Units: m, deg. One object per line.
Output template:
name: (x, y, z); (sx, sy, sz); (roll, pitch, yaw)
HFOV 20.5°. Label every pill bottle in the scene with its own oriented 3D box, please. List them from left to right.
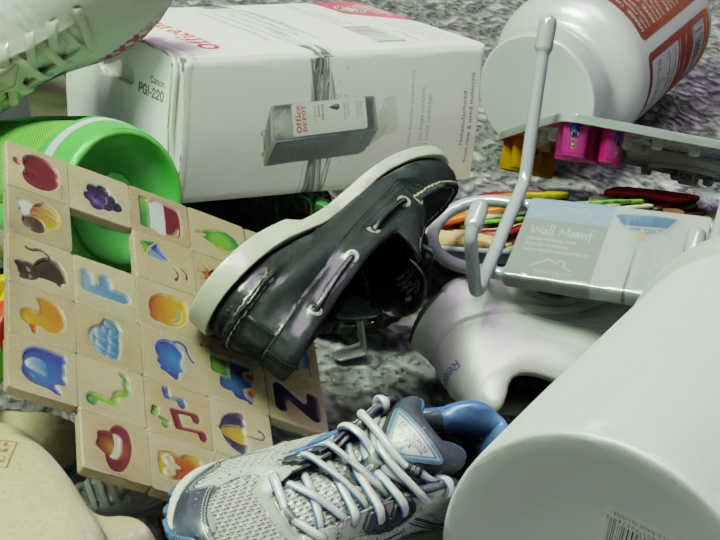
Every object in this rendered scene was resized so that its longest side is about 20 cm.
pill bottle: (0.162, -0.152, 1.383); (0.111, 0.113, 0.200); (19, 31, 22)

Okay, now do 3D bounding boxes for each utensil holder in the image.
utensil holder: (0.151, 0.098, 0.876); (0.169, 0.171, 0.200); (22, 35, 26)

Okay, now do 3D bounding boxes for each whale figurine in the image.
whale figurine: (-0.164, 0.126, 0.831); (0.157, 0.105, 0.200); (5, 20, -4)

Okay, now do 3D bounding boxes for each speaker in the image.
speaker: (-0.181, -0.041, 1.074); (0.088, 0.089, 0.199); (-18, 14, -37)

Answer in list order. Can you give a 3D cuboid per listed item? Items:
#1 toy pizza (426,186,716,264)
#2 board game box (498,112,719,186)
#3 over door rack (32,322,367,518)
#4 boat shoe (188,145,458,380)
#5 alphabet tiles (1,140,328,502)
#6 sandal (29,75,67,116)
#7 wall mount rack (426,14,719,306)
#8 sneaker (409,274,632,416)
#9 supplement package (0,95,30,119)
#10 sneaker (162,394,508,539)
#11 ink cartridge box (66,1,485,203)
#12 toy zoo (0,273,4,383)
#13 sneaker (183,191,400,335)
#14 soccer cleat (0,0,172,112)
toy pizza: (0.119, -0.030, 1.162); (0.198, 0.032, 0.200); (-2, 7, 0)
board game box: (0.195, -0.060, 1.203); (0.198, 0.026, 0.200); (11, -1, -7)
over door rack: (-0.067, 0.057, 1.004); (0.198, 0.067, 0.148); (-4, 31, -18)
boat shoe: (0.001, -0.002, 0.974); (0.066, 0.075, 0.199); (42, 34, 14)
alphabet tiles: (-0.089, 0.032, 0.922); (0.166, 0.008, 0.201); (21, 36, -26)
sandal: (-0.213, -0.117, 1.295); (0.079, 0.058, 0.201); (-7, 33, -20)
wall mount rack: (0.135, -0.051, 1.046); (0.198, 0.075, 0.174); (8, 45, 17)
sneaker: (0.127, 0.049, 1.077); (0.198, 0.075, 0.088); (-7, 49, -19)
supplement package: (-0.303, -0.100, 1.160); (0.113, 0.110, 0.200); (26, 43, 31)
sneaker: (-0.004, 0.089, 0.848); (0.199, 0.085, 0.077); (-12, 63, -55)
ink cartridge box: (-0.051, -0.100, 1.135); (0.198, 0.086, 0.145); (-5, 19, -33)
toy zoo: (-0.227, 0.041, 0.965); (0.130, 0.021, 0.200); (-16, 14, 3)
sneaker: (-0.036, -0.029, 1.154); (0.085, 0.079, 0.199); (-20, 38, -41)
soccer cleat: (-0.178, -0.114, 1.042); (0.199, 0.070, 0.087); (-19, 36, 35)
